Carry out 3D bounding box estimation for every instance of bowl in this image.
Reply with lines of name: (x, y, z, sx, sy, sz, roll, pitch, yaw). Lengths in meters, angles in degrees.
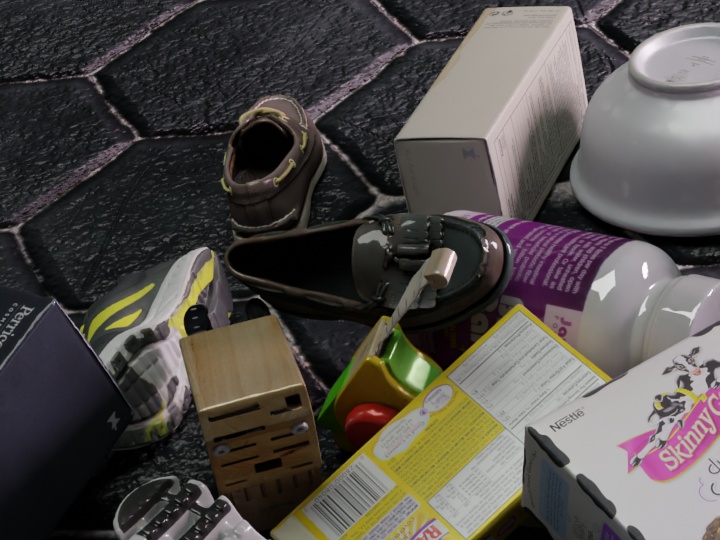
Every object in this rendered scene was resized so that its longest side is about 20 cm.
bowl: (0.242, -0.113, 1.625, 0.201, 0.090, 0.201, -9, 30, 5)

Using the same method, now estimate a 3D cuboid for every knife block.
knife block: (-0.073, 0.061, 1.392, 0.064, 0.200, 0.176, -16, 61, -5)

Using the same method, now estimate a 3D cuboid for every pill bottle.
pill bottle: (0.131, 0.031, 1.419, 0.200, 0.112, 0.112, 11, 38, 35)

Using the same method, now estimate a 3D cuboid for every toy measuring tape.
toy measuring tape: (0.034, 0.059, 1.371, 0.074, 0.200, 0.074, 12, 53, -17)

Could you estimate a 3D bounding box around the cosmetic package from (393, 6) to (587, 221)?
cosmetic package: (0.099, -0.101, 1.657, 0.073, 0.104, 0.200, 2, 32, 25)

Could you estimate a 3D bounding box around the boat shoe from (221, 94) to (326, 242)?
boat shoe: (-0.068, -0.087, 1.734, 0.072, 0.060, 0.200, -8, 31, 9)

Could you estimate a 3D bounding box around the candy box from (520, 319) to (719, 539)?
candy box: (0.210, 0.128, 1.224, 0.168, 0.072, 0.200, -27, 50, -23)

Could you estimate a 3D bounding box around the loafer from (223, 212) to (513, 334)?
loafer: (0.000, 0.000, 1.409, 0.200, 0.072, 0.063, -4, -15, 43)

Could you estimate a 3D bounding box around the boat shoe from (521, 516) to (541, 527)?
boat shoe: (0.143, 0.114, 1.331, 0.201, 0.063, 0.074, 5, 34, 25)

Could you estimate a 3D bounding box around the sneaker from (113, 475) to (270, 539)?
sneaker: (-0.051, 0.193, 1.265, 0.200, 0.081, 0.075, 32, 45, 24)

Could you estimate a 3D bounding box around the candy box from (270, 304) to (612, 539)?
candy box: (0.053, 0.115, 1.311, 0.200, 0.026, 0.102, -42, 52, -8)

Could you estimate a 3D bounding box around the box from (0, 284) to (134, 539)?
box: (-0.281, 0.107, 1.386, 0.197, 0.124, 0.200, 14, 58, 34)

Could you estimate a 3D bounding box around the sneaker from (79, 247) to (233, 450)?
sneaker: (-0.153, 0.059, 1.531, 0.085, 0.074, 0.200, -11, 24, 29)
